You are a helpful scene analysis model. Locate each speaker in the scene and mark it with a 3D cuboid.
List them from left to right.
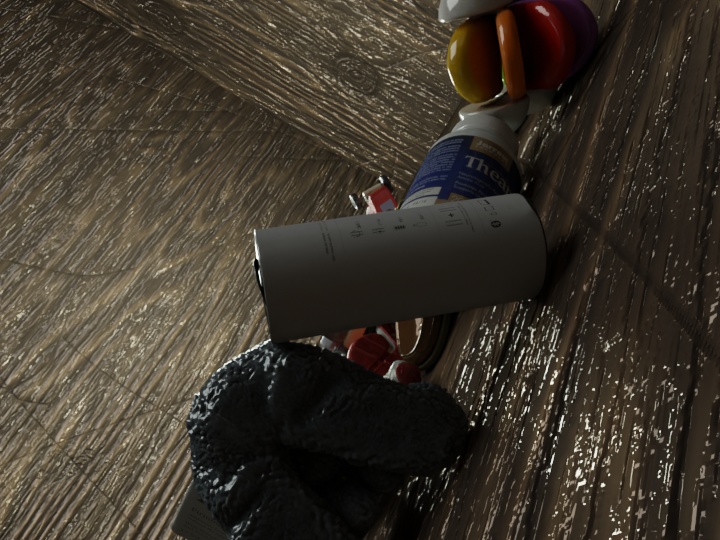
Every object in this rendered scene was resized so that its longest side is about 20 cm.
[{"bbox_3d":[0.025,-0.004,0.453,0.081,0.198,0.082,171,90,-79],"label":"speaker"}]

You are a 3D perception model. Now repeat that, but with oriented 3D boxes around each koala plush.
[{"bbox_3d":[-0.037,0.137,0.519,0.178,0.183,0.200,-60,-2,-5],"label":"koala plush"}]

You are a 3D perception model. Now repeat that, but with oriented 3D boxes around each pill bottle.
[{"bbox_3d":[0.108,-0.076,0.671,0.201,0.110,0.111,-63,3,-40],"label":"pill bottle"}]

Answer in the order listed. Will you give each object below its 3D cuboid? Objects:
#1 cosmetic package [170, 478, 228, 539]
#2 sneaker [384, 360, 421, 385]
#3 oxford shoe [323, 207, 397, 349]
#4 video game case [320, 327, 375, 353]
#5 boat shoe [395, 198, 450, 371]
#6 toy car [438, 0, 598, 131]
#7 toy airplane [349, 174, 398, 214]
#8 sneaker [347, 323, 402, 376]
[{"bbox_3d":[-0.120,0.268,0.831,0.201,0.166,0.167,-60,2,41],"label":"cosmetic package"},{"bbox_3d":[-0.002,0.156,0.656,0.201,0.082,0.078,-57,3,41],"label":"sneaker"},{"bbox_3d":[0.000,0.000,0.844,0.071,0.072,0.202,113,180,-76],"label":"oxford shoe"},{"bbox_3d":[0.009,0.066,0.971,0.183,0.022,0.200,-64,-21,-18],"label":"video game case"},{"bbox_3d":[0.055,0.011,0.708,0.072,0.068,0.202,-32,41,43],"label":"boat shoe"},{"bbox_3d":[0.192,-0.260,0.732,0.149,0.176,0.200,2,29,41],"label":"toy car"},{"bbox_3d":[0.063,-0.052,1.104,0.198,0.142,0.201,-1,-46,-40],"label":"toy airplane"},{"bbox_3d":[0.017,0.137,0.800,0.116,0.078,0.200,-69,-13,20],"label":"sneaker"}]
